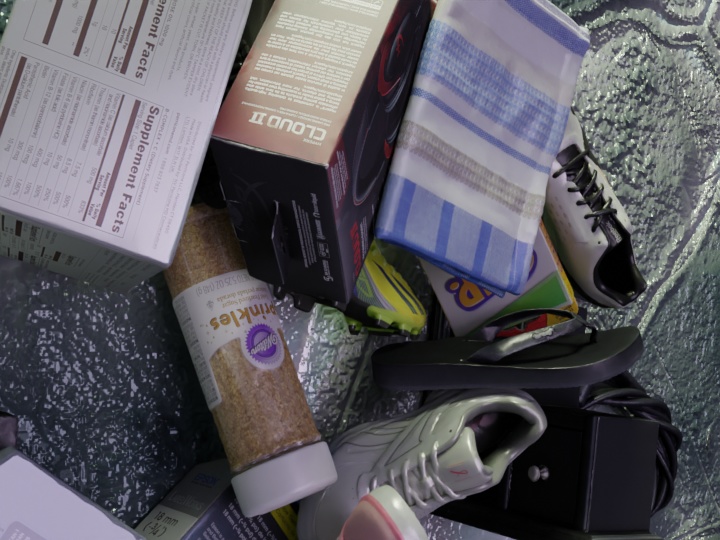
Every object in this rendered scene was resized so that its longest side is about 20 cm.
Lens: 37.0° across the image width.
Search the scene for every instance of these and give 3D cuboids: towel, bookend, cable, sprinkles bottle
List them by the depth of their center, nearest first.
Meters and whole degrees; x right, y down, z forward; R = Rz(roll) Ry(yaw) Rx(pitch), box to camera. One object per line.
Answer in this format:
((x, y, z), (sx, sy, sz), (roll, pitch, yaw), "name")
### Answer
((0.087, -0.096, 0.717), (0.146, 0.024, 0.204), (23, 81, -41), "towel")
((-0.080, 0.057, 0.718), (0.067, 0.068, 0.203), (-14, 77, -36), "sprinkles bottle")
((0.145, 0.108, 0.854), (0.091, 0.198, 0.203), (9, 86, -37), "bookend")
((0.237, 0.184, 1.020), (0.200, 0.050, 0.164), (46, 65, -30), "cable")

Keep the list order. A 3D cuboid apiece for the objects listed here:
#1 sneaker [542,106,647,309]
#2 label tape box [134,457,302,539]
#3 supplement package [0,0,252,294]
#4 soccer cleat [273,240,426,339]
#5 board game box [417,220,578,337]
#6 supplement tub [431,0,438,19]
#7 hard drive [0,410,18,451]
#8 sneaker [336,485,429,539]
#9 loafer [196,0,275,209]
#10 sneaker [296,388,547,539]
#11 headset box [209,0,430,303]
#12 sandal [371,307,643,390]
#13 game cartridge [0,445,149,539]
((0.166, -0.058, 0.815), (0.073, 0.080, 0.202), (-35, 116, -16), "sneaker")
((-0.087, 0.217, 0.760), (0.200, 0.063, 0.146), (-45, 116, -30), "label tape box")
((-0.149, -0.083, 0.607), (0.109, 0.200, 0.159), (19, 79, -17), "supplement package")
((0.001, 0.000, 0.794), (0.199, 0.064, 0.085), (30, 64, -58), "soccer cleat")
((0.083, -0.034, 0.794), (0.202, 0.094, 0.030), (63, 20, -18), "board game box")
((0.083, -0.112, 0.859), (0.200, 0.106, 0.108), (41, 67, -30), "supplement tub")
((-0.276, 0.185, 0.628), (0.138, 0.038, 0.204), (3, 88, -38), "hard drive")
((-0.014, 0.230, 0.691), (0.103, 0.075, 0.203), (-22, 140, -30), "sneaker")
((-0.060, -0.135, 0.716), (0.071, 0.072, 0.204), (19, 77, -36), "loafer")
((0.044, 0.134, 0.745), (0.198, 0.099, 0.079), (-34, 100, -16), "sneaker")
((-0.019, -0.090, 0.657), (0.150, 0.074, 0.202), (83, 25, -59), "headset box")
((0.105, 0.055, 0.768), (0.196, 0.076, 0.044), (-5, 102, 3), "sandal")
((-0.222, 0.212, 0.616), (0.133, 0.040, 0.202), (43, 68, -25), "game cartridge")
